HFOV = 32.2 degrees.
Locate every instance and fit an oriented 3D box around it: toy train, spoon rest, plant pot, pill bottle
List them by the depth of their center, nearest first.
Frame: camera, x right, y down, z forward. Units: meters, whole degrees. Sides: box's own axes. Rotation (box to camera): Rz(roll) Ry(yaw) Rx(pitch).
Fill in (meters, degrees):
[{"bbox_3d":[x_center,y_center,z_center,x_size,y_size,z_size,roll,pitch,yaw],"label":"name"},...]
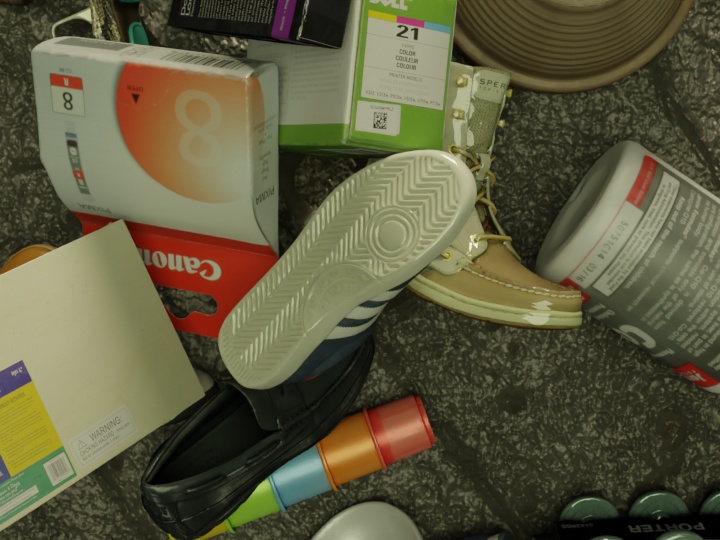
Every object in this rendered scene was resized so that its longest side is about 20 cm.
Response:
[{"bbox_3d":[0.138,-0.221,0.831,0.199,0.093,0.203,0,96,1],"label":"plant pot"},{"bbox_3d":[0.230,0.011,0.846,0.199,0.114,0.114,33,95,-4],"label":"pill bottle"},{"bbox_3d":[-0.033,0.249,0.889,0.200,0.061,0.099,-46,50,7],"label":"spoon rest"},{"bbox_3d":[0.218,0.223,0.891,0.198,0.085,0.115,-2,108,-2],"label":"toy train"}]

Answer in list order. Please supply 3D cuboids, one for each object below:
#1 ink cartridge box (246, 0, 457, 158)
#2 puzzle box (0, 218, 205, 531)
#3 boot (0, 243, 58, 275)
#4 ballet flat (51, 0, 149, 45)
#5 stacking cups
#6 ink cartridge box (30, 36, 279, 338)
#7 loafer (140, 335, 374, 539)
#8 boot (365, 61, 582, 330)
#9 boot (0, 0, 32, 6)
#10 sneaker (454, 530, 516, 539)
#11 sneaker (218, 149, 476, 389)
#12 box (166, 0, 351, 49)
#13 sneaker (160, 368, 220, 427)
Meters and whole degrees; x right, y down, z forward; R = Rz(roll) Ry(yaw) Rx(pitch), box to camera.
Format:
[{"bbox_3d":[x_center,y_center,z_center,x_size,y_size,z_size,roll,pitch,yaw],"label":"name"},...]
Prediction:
[{"bbox_3d":[-0.007,-0.176,0.800,0.075,0.147,0.202,5,93,-32],"label":"ink cartridge box"},{"bbox_3d":[-0.194,0.062,0.764,0.025,0.200,0.134,-17,99,41],"label":"puzzle box"},{"bbox_3d":[-0.247,0.084,0.774,0.070,0.144,0.202,28,100,0],"label":"boot"},{"bbox_3d":[-0.175,-0.175,0.849,0.075,0.068,0.202,0,100,9],"label":"ballet flat"},{"bbox_3d":[-0.045,0.138,0.893,0.199,0.061,0.061,-21,96,-3],"label":"stacking cups"},{"bbox_3d":[-0.134,-0.045,0.819,0.161,0.050,0.202,10,112,21],"label":"ink cartridge box"},{"bbox_3d":[-0.067,0.097,0.846,0.068,0.071,0.200,35,66,31],"label":"loafer"},{"bbox_3d":[0.075,-0.055,0.816,0.199,0.072,0.156,24,100,38],"label":"boot"},{"bbox_3d":[-0.259,-0.277,0.836,0.145,0.070,0.201,26,89,5],"label":"boot"},{"bbox_3d":[0.093,0.289,0.908,0.081,0.070,0.202,-11,94,18],"label":"sneaker"},{"bbox_3d":[0.000,0.000,0.788,0.200,0.084,0.075,-39,69,20],"label":"sneaker"},{"bbox_3d":[-0.058,-0.217,0.783,0.036,0.200,0.144,8,98,-34],"label":"box"},{"bbox_3d":[-0.202,0.055,0.871,0.200,0.067,0.109,-4,99,3],"label":"sneaker"}]
